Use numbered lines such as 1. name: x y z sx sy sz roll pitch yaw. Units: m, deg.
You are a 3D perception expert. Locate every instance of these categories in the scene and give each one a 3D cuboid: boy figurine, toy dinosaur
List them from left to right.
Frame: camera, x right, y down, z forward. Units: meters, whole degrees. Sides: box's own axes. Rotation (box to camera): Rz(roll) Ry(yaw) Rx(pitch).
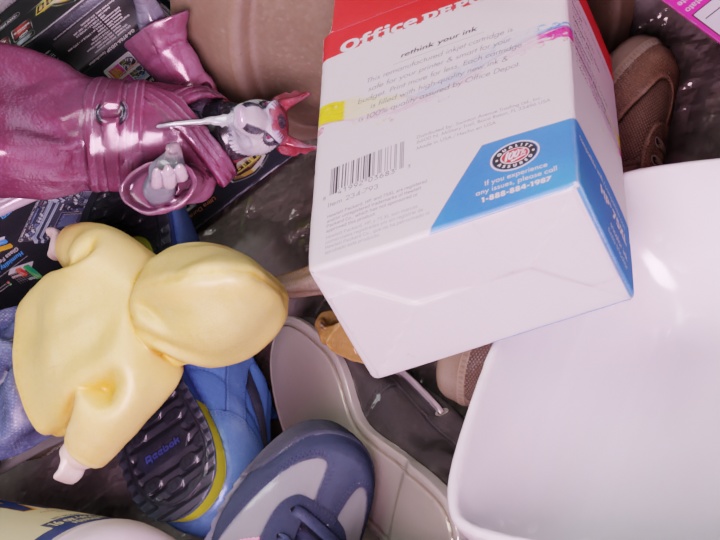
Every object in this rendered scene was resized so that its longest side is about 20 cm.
1. boy figurine: -0.122 0.030 0.976 0.199 0.064 0.125 -25 61 26
2. toy dinosaur: 0.000 0.000 0.991 0.199 0.061 0.106 -18 14 22

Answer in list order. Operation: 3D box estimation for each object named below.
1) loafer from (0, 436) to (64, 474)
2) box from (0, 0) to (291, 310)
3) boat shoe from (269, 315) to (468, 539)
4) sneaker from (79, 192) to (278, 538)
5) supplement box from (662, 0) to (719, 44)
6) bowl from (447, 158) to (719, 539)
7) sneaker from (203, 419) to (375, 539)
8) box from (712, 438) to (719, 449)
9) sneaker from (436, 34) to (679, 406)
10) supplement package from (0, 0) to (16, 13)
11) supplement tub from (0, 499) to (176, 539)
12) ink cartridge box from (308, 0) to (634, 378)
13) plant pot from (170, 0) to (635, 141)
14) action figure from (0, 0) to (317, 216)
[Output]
1. loafer: -0.180 0.071 1.085 0.199 0.070 0.076 -15 81 -4
2. box: -0.156 -0.064 1.129 0.200 0.159 0.046 -37 40 10
3. boat shoe: 0.019 0.083 0.967 0.200 0.057 0.067 46 127 51
4. sneaker: -0.086 0.040 1.034 0.066 0.078 0.201 -31 60 25
5. supplement box: 0.148 -0.189 0.943 0.103 0.200 0.101 -38 42 28
6. bowl: 0.149 0.049 0.809 0.199 0.075 0.200 -4 44 34
7. sneaker: -0.040 0.155 0.883 0.082 0.070 0.201 2 60 61
8. box: 0.113 0.160 0.840 0.200 0.035 0.110 -41 43 6
9. sneaker: 0.111 -0.013 0.964 0.075 0.071 0.200 24 72 20
10. supplement package: -0.193 -0.140 1.185 0.117 0.200 0.117 -44 42 2
11. supplement tub: -0.174 0.177 0.972 0.199 0.145 0.145 3 61 39
12. ink cartridge box: 0.046 -0.060 0.893 0.116 0.067 0.200 -18 39 18
13. plant pot: 0.033 -0.137 1.036 0.174 0.200 0.201 27 77 28
14. action figure: -0.119 -0.056 0.987 0.199 0.149 0.134 3 54 0
